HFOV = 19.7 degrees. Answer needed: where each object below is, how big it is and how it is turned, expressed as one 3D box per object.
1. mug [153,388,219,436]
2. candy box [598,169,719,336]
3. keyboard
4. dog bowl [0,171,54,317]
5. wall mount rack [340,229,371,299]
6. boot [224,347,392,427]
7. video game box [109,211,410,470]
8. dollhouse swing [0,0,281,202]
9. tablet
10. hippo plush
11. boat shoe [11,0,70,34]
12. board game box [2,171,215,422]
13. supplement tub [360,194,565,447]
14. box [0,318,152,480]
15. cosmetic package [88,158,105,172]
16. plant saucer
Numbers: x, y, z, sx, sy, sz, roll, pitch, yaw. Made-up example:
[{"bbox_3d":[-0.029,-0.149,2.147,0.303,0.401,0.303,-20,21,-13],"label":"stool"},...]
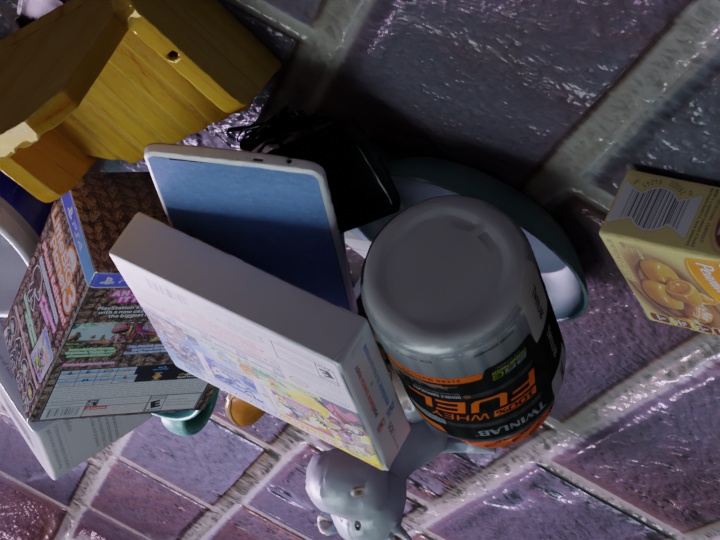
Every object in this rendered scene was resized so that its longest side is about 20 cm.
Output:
[{"bbox_3d":[-0.179,0.053,1.929,0.152,0.115,0.185,36,148,4],"label":"mug"},{"bbox_3d":[0.263,0.004,1.319,0.199,0.056,0.116,15,158,34],"label":"candy box"},{"bbox_3d":[-0.034,-0.077,1.512,0.105,0.040,0.200,58,151,-9],"label":"keyboard"},{"bbox_3d":[-0.333,-0.053,1.715,0.199,0.079,0.201,21,151,13],"label":"dog bowl"},{"bbox_3d":[0.000,0.000,1.627,0.200,0.075,0.173,38,166,-29],"label":"wall mount rack"},{"bbox_3d":[-0.044,0.108,1.864,0.143,0.071,0.202,20,151,8],"label":"boot"},{"bbox_3d":[-0.069,0.053,1.498,0.199,0.047,0.183,25,157,23],"label":"video game box"},{"bbox_3d":[-0.187,-0.089,1.410,0.199,0.177,0.182,-22,133,33],"label":"dollhouse swing"},{"bbox_3d":[-0.074,-0.026,1.480,0.129,0.014,0.200,7,150,13],"label":"tablet"},{"bbox_3d":[0.000,0.175,1.970,0.158,0.162,0.200,14,157,33],"label":"hippo plush"},{"bbox_3d":[-0.223,-0.162,1.532,0.072,0.073,0.200,25,161,7],"label":"boat shoe"},{"bbox_3d":[-0.177,0.021,1.647,0.158,0.097,0.200,-2,143,-30],"label":"board game box"},{"bbox_3d":[0.078,0.043,1.465,0.122,0.123,0.200,19,160,24],"label":"supplement tub"},{"bbox_3d":[-0.315,0.075,2.080,0.201,0.130,0.199,54,166,15],"label":"box"},{"bbox_3d":[-0.300,-0.066,1.870,0.103,0.088,0.200,30,160,-7],"label":"cosmetic package"},{"bbox_3d":[0.082,-0.029,1.518,0.199,0.036,0.200,24,161,9],"label":"plant saucer"}]
